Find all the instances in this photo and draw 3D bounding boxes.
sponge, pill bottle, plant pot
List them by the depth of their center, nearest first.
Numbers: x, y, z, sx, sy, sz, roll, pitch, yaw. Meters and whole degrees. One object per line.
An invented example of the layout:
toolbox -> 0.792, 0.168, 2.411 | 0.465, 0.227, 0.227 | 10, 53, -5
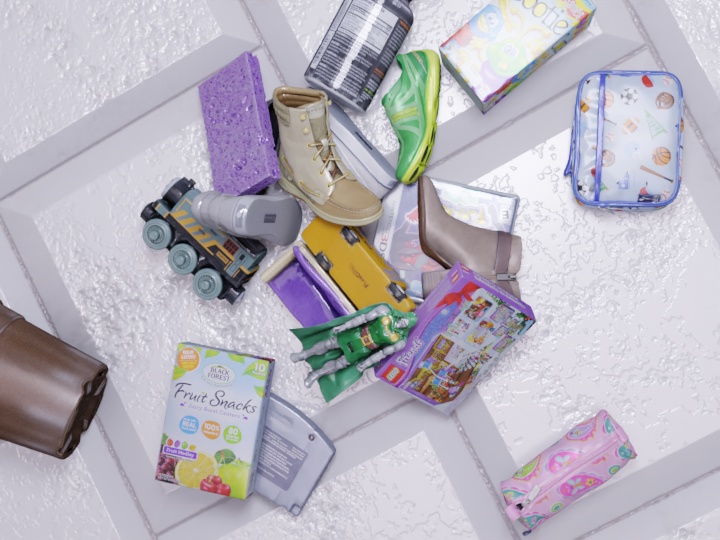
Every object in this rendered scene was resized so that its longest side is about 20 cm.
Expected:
pill bottle -> 0.009, -0.339, 1.406 | 0.105, 0.106, 0.202 | 30, 93, 7
sponge -> -0.179, -0.204, 1.423 | 0.111, 0.030, 0.202 | -24, 69, 34
plant pot -> -0.491, 0.171, 1.434 | 0.196, 0.200, 0.202 | 24, 92, 0

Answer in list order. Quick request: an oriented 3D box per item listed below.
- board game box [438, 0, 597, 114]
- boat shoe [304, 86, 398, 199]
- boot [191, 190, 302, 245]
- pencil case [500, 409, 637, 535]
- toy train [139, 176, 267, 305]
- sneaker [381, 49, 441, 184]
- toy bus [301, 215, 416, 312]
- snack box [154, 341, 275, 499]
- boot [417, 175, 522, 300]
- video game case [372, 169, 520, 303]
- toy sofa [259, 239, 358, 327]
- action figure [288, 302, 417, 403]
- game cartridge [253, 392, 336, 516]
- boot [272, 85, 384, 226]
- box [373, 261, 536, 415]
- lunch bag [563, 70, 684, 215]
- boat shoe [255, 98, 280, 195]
board game box -> 0.219, -0.330, 1.377 | 0.199, 0.105, 0.103 | -40, 85, 6
boat shoe -> -0.030, -0.182, 1.426 | 0.065, 0.073, 0.201 | -45, 73, 20
boot -> -0.159, -0.083, 1.387 | 0.095, 0.200, 0.075 | 15, 91, 20
pencil case -> 0.288, 0.282, 1.371 | 0.199, 0.087, 0.088 | -36, 85, 5
toy train -> -0.231, -0.044, 1.440 | 0.200, 0.085, 0.114 | 44, 103, 4
sneaker -> 0.070, -0.221, 1.416 | 0.082, 0.074, 0.203 | 6, 79, 10
toy bus -> 0.000, 0.000, 1.396 | 0.065, 0.078, 0.200 | -44, 73, 12
snack box -> -0.211, 0.216, 1.421 | 0.140, 0.053, 0.203 | 10, 90, 7
boot -> 0.156, -0.038, 1.385 | 0.144, 0.070, 0.203 | -3, 90, 2
video game case -> 0.118, -0.039, 1.429 | 0.197, 0.023, 0.185 | 12, 91, 8
toy sofa -> -0.053, 0.058, 1.414 | 0.083, 0.098, 0.201 | -40, 85, 5
action figure -> -0.004, 0.099, 1.336 | 0.199, 0.055, 0.119 | -28, 95, 29
game cartridge -> -0.142, 0.255, 1.455 | 0.199, 0.041, 0.134 | 32, 97, 7
boot -> -0.048, -0.161, 1.356 | 0.072, 0.157, 0.199 | -29, 46, -31
box -> 0.128, 0.098, 1.358 | 0.136, 0.039, 0.200 | 30, 115, -23
lunch bag -> 0.368, -0.177, 1.372 | 0.158, 0.076, 0.203 | 4, 89, 10
boat shoe -> -0.159, -0.165, 1.448 | 0.072, 0.063, 0.202 | 28, 94, 5
